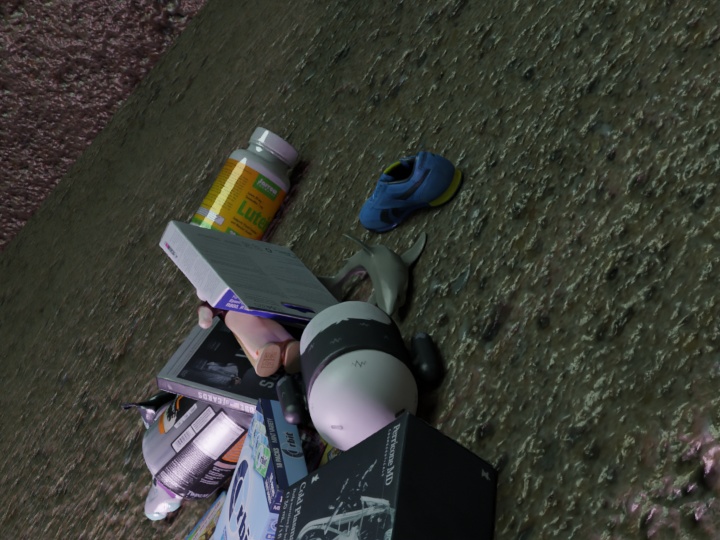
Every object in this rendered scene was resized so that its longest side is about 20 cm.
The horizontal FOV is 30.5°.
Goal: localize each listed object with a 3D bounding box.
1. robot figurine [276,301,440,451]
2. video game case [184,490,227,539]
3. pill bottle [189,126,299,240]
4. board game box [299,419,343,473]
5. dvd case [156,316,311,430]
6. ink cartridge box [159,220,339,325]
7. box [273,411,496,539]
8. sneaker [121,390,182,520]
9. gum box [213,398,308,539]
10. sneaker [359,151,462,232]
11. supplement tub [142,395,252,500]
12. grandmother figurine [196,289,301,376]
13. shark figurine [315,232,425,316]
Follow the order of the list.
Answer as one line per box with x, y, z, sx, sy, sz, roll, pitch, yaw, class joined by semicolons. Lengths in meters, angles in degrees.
-0.004;0.115;1.447;0.151;0.124;0.201;-53;23;17;robot figurine
-0.193;0.381;1.619;0.144;0.018;0.200;-52;24;14;video game case
-0.181;-0.122;2.111;0.202;0.110;0.111;-60;23;-6;pill bottle
-0.040;0.241;1.468;0.136;0.034;0.200;-52;24;12;board game box
-0.126;0.113;1.601;0.197;0.025;0.151;13;41;20;dvd case
-0.117;0.021;1.588;0.200;0.195;0.044;46;113;42;ink cartridge box
0.014;0.273;1.214;0.196;0.123;0.202;-35;31;37;box
-0.277;0.231;1.817;0.202;0.139;0.078;-59;24;-7;sneaker
-0.112;0.275;1.470;0.170;0.044;0.202;-111;35;-60;gum box
0.045;-0.107;1.688;0.199;0.078;0.067;-23;42;55;sneaker
-0.179;0.191;1.696;0.200;0.122;0.123;-45;26;23;supplement tub
-0.146;0.057;1.612;0.200;0.120;0.061;44;118;47;grandmother figurine
-0.003;-0.011;1.652;0.214;0.089;0.129;0;59;61;shark figurine
